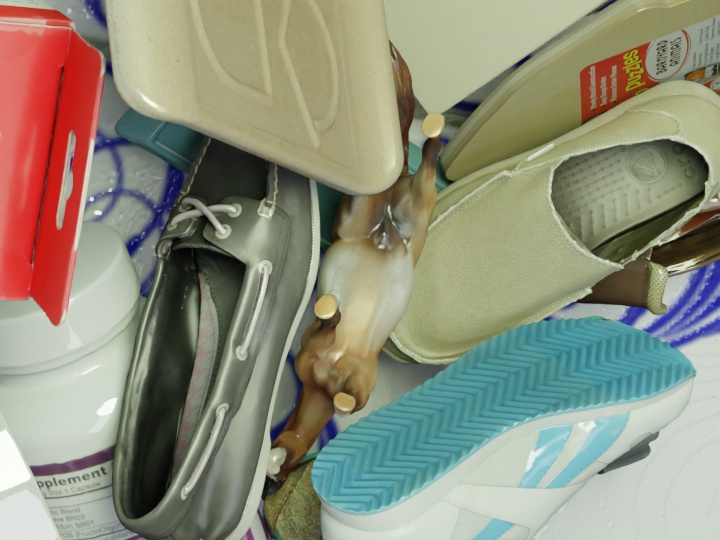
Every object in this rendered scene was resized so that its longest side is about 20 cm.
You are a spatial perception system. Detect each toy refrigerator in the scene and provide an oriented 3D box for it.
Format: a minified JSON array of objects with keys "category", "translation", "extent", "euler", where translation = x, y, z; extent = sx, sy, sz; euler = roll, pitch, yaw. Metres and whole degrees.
[{"category":"toy refrigerator","translation":[0.099,-0.149,1.181],"extent":[0.070,0.200,0.076],"euler":[53,37,-5]}]

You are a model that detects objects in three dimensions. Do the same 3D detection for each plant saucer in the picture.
[{"category":"plant saucer","translation":[-0.027,-0.050,1.226],"extent":[0.070,0.019,0.200],"euler":[-48,141,10]}]

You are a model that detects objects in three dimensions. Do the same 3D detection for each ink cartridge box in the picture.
[{"category":"ink cartridge box","translation":[-0.173,-0.062,1.076],"extent":[0.067,0.200,0.117],"euler":[2,108,-28]}]

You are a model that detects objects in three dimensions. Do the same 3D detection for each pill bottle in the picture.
[{"category":"pill bottle","translation":[-0.115,0.082,1.214],"extent":[0.112,0.112,0.200],"euler":[-27,119,-16]}]

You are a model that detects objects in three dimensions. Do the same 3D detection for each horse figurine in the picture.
[{"category":"horse figurine","translation":[0.000,0.000,1.195],"extent":[0.050,0.133,0.201],"euler":[15,77,1]}]

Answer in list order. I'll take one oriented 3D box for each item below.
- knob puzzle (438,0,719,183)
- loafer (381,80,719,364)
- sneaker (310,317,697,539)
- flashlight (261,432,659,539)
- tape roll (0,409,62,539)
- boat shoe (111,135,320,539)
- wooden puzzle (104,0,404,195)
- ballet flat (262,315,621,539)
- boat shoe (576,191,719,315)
[{"category":"knob puzzle","translation":[0.128,-0.094,1.268],"extent":[0.219,0.031,0.220],"euler":[-19,160,-7]},{"category":"loafer","translation":[0.086,-0.021,1.238],"extent":[0.200,0.068,0.076],"euler":[-35,97,9]},{"category":"sneaker","translation":[0.066,0.086,1.209],"extent":[0.200,0.076,0.081],"euler":[-24,129,-23]},{"category":"flashlight","translation":[0.049,0.092,1.333],"extent":[0.199,0.068,0.068],"euler":[-16,157,-18]},{"category":"tape roll","translation":[-0.171,0.093,1.137],"extent":[0.037,0.203,0.203],"euler":[-26,119,-16]},{"category":"boat shoe","translation":[-0.064,0.020,1.135],"extent":[0.057,0.067,0.201],"euler":[14,83,-51]},{"category":"wooden puzzle","translation":[-0.056,-0.131,1.073],"extent":[0.200,0.046,0.186],"euler":[15,65,-61]},{"category":"ballet flat","translation":[0.052,0.091,1.267],"extent":[0.200,0.071,0.071],"euler":[-25,119,-11]},{"category":"boat shoe","translation":[0.127,-0.013,1.298],"extent":[0.202,0.075,0.075],"euler":[-25,149,-2]}]
